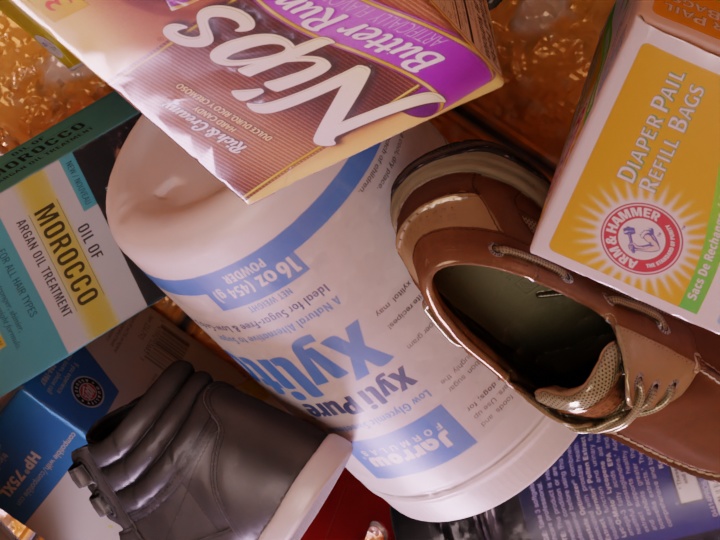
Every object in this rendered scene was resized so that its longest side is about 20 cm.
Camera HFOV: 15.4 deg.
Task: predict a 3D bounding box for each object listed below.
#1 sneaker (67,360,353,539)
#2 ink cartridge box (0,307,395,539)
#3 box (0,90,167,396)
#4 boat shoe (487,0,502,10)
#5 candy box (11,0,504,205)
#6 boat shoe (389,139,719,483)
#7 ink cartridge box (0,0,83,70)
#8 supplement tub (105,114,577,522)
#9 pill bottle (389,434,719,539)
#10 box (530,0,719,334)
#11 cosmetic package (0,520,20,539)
[{"bbox_3d":[-0.088,0.117,1.148,0.099,0.071,0.200,36,123,5],"label":"sneaker"},{"bbox_3d":[-0.076,0.103,1.238,0.200,0.116,0.067,36,120,-7],"label":"ink cartridge box"},{"bbox_3d":[-0.131,-0.013,1.157,0.200,0.049,0.082,-32,113,-17],"label":"box"},{"bbox_3d":[-0.004,-0.129,1.057,0.201,0.060,0.072,13,126,-49],"label":"boat shoe"},{"bbox_3d":[-0.047,-0.110,0.939,0.116,0.057,0.200,-24,141,19],"label":"candy box"},{"bbox_3d":[0.087,0.032,1.049,0.200,0.074,0.076,35,123,-25],"label":"boat shoe"},{"bbox_3d":[-0.169,-0.164,1.077,0.200,0.198,0.047,38,83,-11],"label":"ink cartridge box"},{"bbox_3d":[0.000,0.000,1.124,0.132,0.132,0.200,-27,125,26],"label":"supplement tub"},{"bbox_3d":[0.119,0.094,1.188,0.200,0.112,0.112,-16,114,22],"label":"pill bottle"},{"bbox_3d":[0.145,-0.076,1.033,0.101,0.200,0.113,23,122,0],"label":"box"},{"bbox_3d":[-0.207,0.110,1.137,0.071,0.200,0.105,-46,67,-7],"label":"cosmetic package"}]
